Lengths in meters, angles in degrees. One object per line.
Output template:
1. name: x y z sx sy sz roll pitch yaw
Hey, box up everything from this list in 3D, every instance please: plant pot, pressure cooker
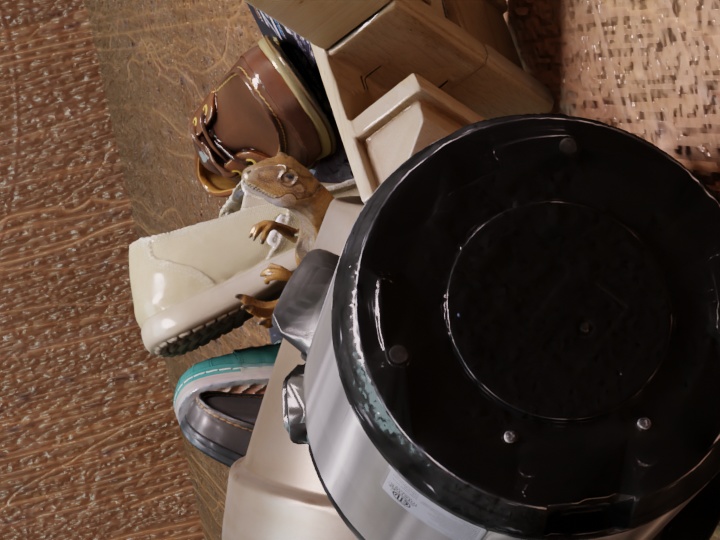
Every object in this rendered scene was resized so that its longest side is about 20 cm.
1. plant pot: 0.037 0.055 1.253 0.200 0.199 0.174 -155 69 -77
2. pressure cooker: 0.061 0.044 1.057 0.200 0.178 0.176 108 144 -69

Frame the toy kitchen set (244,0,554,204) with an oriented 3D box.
1. toy kitchen set: 0.062 -0.130 1.135 0.200 0.180 0.163 29 -145 -45

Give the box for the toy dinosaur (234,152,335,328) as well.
1. toy dinosaur: 0.000 0.000 1.333 0.060 0.106 0.200 47 -169 31

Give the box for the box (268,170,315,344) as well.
1. box: -0.018 0.025 1.669 0.137 0.038 0.201 -48 -49 -63

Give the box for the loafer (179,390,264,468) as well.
1. loafer: 0.001 0.080 1.382 0.073 0.199 0.072 49 126 58

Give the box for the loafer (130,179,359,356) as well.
1. loafer: -0.041 -0.024 1.418 0.068 0.200 0.076 60 158 6

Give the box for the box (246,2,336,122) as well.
1. box: -0.019 -0.153 1.372 0.198 0.050 0.200 43 162 55

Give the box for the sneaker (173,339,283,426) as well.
1. sneaker: -0.019 0.061 1.458 0.080 0.199 0.072 62 141 44

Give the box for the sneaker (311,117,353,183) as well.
1. sneaker: 0.008 -0.046 1.529 0.116 0.075 0.200 106 150 -64

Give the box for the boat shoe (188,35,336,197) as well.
1. boat shoe: -0.061 -0.078 1.475 0.072 0.067 0.200 56 170 4
